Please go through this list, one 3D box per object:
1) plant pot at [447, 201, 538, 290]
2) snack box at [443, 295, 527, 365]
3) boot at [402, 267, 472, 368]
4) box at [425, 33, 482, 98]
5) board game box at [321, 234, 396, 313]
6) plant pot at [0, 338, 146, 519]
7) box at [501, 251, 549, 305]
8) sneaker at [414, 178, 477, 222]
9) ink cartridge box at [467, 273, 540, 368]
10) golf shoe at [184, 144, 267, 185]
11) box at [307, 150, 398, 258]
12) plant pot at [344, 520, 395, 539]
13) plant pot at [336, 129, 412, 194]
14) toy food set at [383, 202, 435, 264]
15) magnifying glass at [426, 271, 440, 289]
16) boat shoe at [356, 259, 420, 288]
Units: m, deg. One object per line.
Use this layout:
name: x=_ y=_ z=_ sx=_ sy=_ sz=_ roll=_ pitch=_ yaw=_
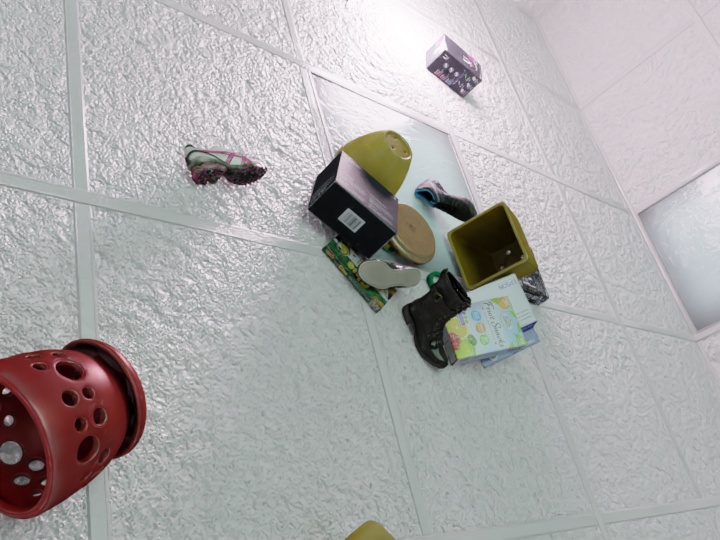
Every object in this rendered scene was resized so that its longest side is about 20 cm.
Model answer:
plant pot: x=0.403 y=-0.048 z=2.012 sx=0.200 sy=0.194 sz=0.196 roll=22 pitch=44 yaw=-53
snack box: x=0.304 y=0.151 z=1.768 sx=0.200 sy=0.053 sz=0.142 roll=-9 pitch=66 yaw=-18
boot: x=0.197 y=0.116 z=1.653 sx=0.069 sy=0.174 sz=0.200 roll=-12 pitch=70 yaw=-51
box: x=0.353 y=-0.770 z=2.620 sx=0.200 sy=0.106 sz=0.122 roll=31 pitch=41 yaw=-26
board game box: x=0.000 y=0.000 z=1.667 sx=0.200 sy=0.023 sz=0.105 roll=49 pitch=38 yaw=-4
plant pot: x=-0.404 y=0.199 z=0.924 sx=0.201 sy=0.200 sz=0.182 roll=57 pitch=28 yaw=7
box: x=0.503 y=0.000 z=2.187 sx=0.158 sy=0.050 sz=0.200 roll=17 pitch=49 yaw=-38
sneaker: x=0.246 y=-0.192 z=2.027 sx=0.200 sy=0.073 sz=0.082 roll=33 pitch=40 yaw=23
ink cartridge box: x=0.372 y=0.131 z=1.856 sx=0.196 sy=0.043 sz=0.200 roll=-22 pitch=80 yaw=-22
golf shoe: x=-0.288 y=-0.237 z=1.509 sx=0.200 sy=0.073 sz=0.092 roll=-4 pitch=62 yaw=-48
box: x=-0.012 y=-0.161 z=1.693 sx=0.200 sy=0.104 sz=0.182 roll=39 pitch=28 yaw=-18
plant pot: x=-0.002 y=0.523 z=1.100 sx=0.142 sy=0.200 sz=0.200 roll=-19 pitch=73 yaw=-25
plant pot: x=0.057 y=-0.296 z=1.873 sx=0.200 sy=0.142 sz=0.200 roll=28 pitch=43 yaw=-30
toy food set: x=0.123 y=-0.102 z=1.863 sx=0.198 sy=0.049 sz=0.200 roll=30 pitch=42 yaw=-27
magnifying glass: x=0.256 y=0.074 z=1.886 sx=0.200 sy=0.022 sz=0.080 roll=36 pitch=39 yaw=-18
boat shoe: x=0.058 y=0.010 z=1.668 sx=0.200 sy=0.057 sz=0.067 roll=7 pitch=91 yaw=-41
